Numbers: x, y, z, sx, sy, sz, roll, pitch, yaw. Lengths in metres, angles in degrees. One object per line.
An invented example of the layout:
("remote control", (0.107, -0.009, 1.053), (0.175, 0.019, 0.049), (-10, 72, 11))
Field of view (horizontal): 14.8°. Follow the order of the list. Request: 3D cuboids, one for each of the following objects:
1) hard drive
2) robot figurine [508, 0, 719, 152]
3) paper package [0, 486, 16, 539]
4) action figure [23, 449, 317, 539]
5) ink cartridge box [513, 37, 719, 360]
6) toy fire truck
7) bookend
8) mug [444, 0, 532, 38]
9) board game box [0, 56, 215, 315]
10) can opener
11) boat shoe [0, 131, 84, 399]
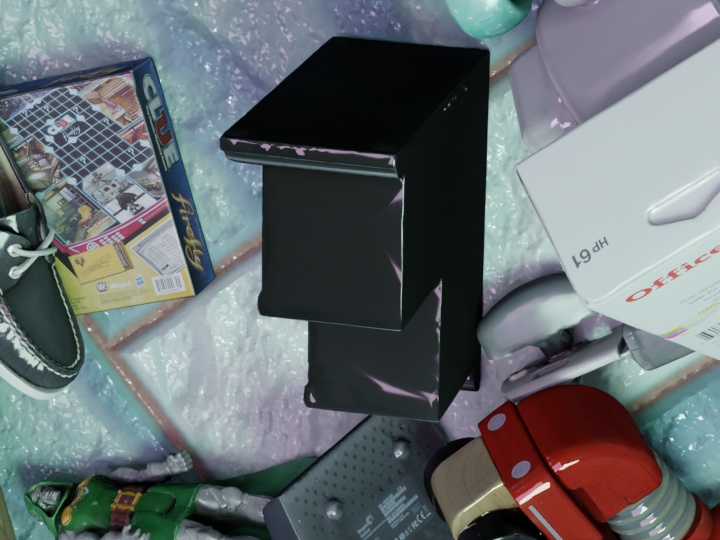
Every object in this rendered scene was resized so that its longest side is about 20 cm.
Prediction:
("hard drive", (0.032, 0.181, 1.548), (0.042, 0.135, 0.200), (-23, 102, 47))
("robot figurine", (0.168, -0.123, 1.399), (0.200, 0.113, 0.170), (-34, 135, 25))
("paper package", (-0.297, 0.221, 1.648), (0.200, 0.103, 0.191), (-13, 107, 0))
("action figure", (-0.111, 0.143, 1.604), (0.200, 0.118, 0.055), (1, 134, 30))
("ink cartridge box", (0.184, -0.036, 1.344), (0.144, 0.200, 0.085), (-32, 70, 17))
("toy fire truck", (0.163, 0.131, 1.482), (0.200, 0.129, 0.176), (-37, 121, 7))
("bookend", (0.000, 0.000, 1.452), (0.092, 0.199, 0.200), (6, 111, 14))
("mug", (0.020, -0.219, 1.401), (0.152, 0.114, 0.185), (7, 112, 16))
("board game box", (-0.195, -0.038, 1.596), (0.200, 0.035, 0.136), (-9, 106, 22))
("can opener", (0.154, 0.015, 1.487), (0.200, 0.053, 0.067), (-26, 100, 24))
("boat shoe", (-0.206, -0.023, 1.544), (0.060, 0.076, 0.200), (-28, 98, 31))
